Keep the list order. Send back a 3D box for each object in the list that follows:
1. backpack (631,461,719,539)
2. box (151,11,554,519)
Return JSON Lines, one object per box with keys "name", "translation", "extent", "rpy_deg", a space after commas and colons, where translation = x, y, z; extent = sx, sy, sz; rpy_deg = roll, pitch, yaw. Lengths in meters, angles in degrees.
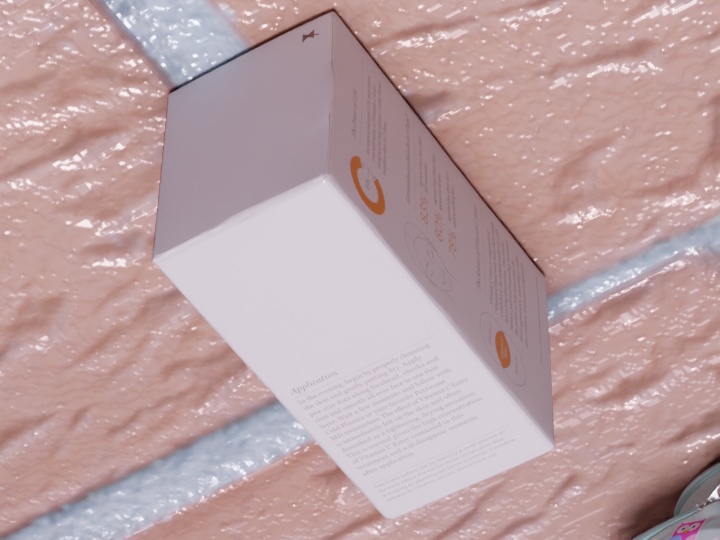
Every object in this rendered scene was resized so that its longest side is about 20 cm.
{"name": "backpack", "translation": [0.225, 0.181, 1.547], "extent": [0.200, 0.153, 0.176], "rpy_deg": [-28, 124, 11]}
{"name": "box", "translation": [0.000, 0.000, 1.408], "extent": [0.097, 0.124, 0.200], "rpy_deg": [-25, 126, 21]}
